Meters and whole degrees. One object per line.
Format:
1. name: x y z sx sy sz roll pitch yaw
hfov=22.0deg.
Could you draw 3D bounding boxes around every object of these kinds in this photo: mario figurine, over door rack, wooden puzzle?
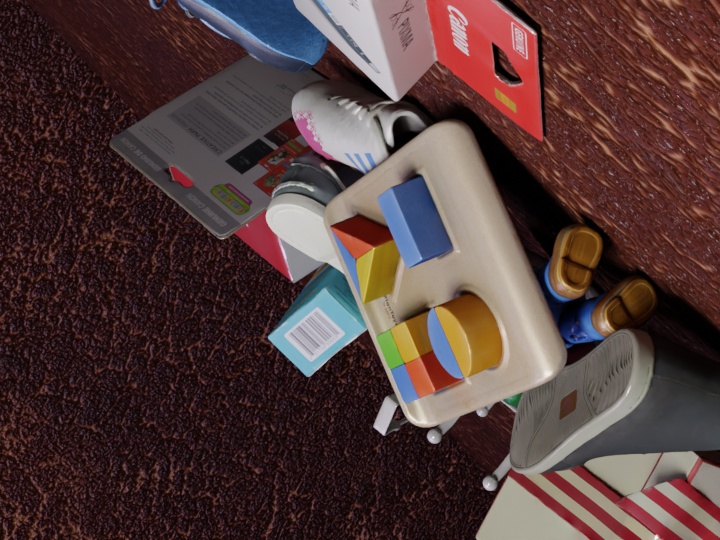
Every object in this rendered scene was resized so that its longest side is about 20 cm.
1. mario figurine: 0.130 0.014 1.299 0.200 0.106 0.124 -27 77 63
2. over door rack: 0.110 0.162 1.571 0.148 0.067 0.200 37 -160 26
3. wooden puzzle: 0.044 0.011 1.284 0.200 0.046 0.186 -31 81 60

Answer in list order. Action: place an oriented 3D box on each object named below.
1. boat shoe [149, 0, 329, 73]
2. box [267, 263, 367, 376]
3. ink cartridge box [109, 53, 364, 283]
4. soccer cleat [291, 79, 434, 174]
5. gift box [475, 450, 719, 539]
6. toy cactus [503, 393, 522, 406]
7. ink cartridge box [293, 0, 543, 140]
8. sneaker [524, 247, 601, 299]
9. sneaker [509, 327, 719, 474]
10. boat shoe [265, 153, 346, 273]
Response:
1. boat shoe: -0.115 -0.207 1.355 0.200 0.084 0.069 45 164 3
2. box: 0.000 0.000 1.551 0.049 0.082 0.200 44 -143 -7
3. ink cartridge box: -0.084 -0.083 1.538 0.200 0.175 0.084 39 155 45
4. soccer cleat: 0.018 -0.104 1.371 0.200 0.070 0.087 42 153 36
5. gift box: 0.207 0.195 1.350 0.199 0.185 0.187 15 -166 -36
6. toy cactus: 0.115 0.068 1.540 0.164 0.103 0.200 -7 134 28
7. ink cartridge box: 0.024 -0.143 1.048 0.176 0.045 0.200 43 175 14
8. sneaker: 0.162 0.063 1.419 0.200 0.082 0.075 49 172 -25
9. sneaker: 0.180 0.104 1.245 0.106 0.075 0.200 16 157 -17
10. boat shoe: 0.015 -0.022 1.443 0.200 0.062 0.073 33 143 -27
